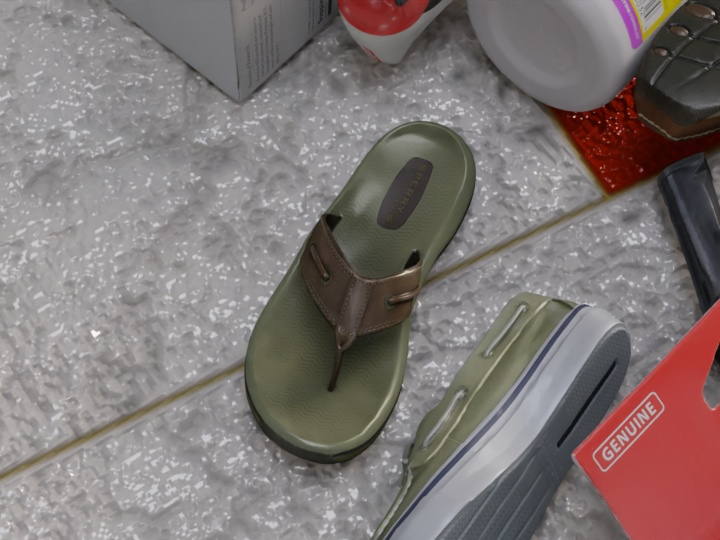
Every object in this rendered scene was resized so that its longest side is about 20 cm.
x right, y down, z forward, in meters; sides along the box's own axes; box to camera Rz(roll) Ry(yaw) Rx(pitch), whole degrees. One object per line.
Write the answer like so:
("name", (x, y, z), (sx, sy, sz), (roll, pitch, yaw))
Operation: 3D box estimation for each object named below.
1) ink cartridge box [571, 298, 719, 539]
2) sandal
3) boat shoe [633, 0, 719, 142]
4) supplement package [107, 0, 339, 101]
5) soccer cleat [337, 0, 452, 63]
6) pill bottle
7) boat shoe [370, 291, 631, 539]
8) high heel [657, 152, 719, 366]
("ink cartridge box", (0.211, 0.086, 0.648), (0.200, 0.045, 0.177), (-41, 105, -22))
("sandal", (-0.001, -0.001, 0.725), (0.079, 0.058, 0.203), (19, 63, 8))
("boat shoe", (0.226, -0.118, 0.787), (0.199, 0.074, 0.076), (-32, 58, -24))
("supplement package", (-0.086, -0.219, 0.757), (0.155, 0.201, 0.111), (38, 66, 18))
("soccer cleat", (0.052, -0.202, 0.803), (0.068, 0.085, 0.201), (29, 79, 13))
("pill bottle", (0.154, -0.186, 0.805), (0.104, 0.105, 0.200), (37, 66, 16))
("boat shoe", (0.052, 0.092, 0.683), (0.062, 0.072, 0.200), (21, 56, 36))
("high heel", (0.253, -0.025, 0.714), (0.198, 0.071, 0.144), (-27, 56, 21))
